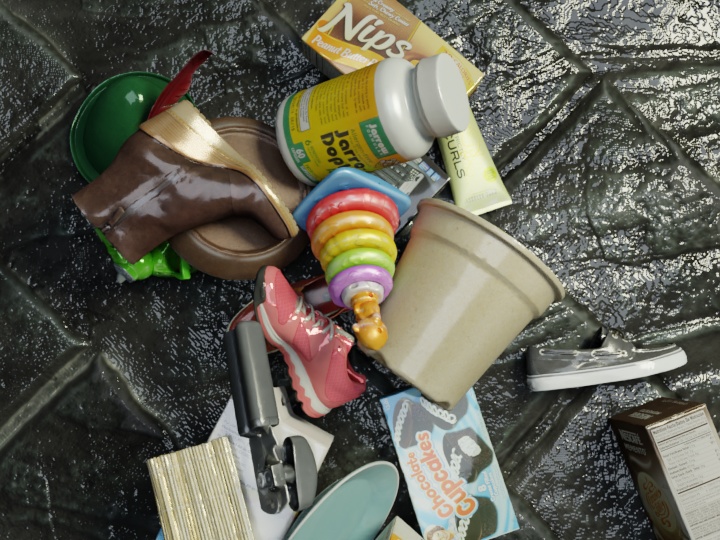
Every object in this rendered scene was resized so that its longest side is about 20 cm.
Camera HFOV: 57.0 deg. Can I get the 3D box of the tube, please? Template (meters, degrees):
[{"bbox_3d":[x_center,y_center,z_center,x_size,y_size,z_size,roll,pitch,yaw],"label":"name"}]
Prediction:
[{"bbox_3d":[0.132,-0.170,0.869,0.058,0.052,0.201,-21,86,34],"label":"tube"}]

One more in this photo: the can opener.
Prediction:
[{"bbox_3d":[-0.095,0.153,0.700,0.067,0.053,0.201,3,64,-39],"label":"can opener"}]

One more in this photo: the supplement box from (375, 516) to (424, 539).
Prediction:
[{"bbox_3d":[-0.002,0.388,0.738,0.073,0.126,0.200,40,94,8],"label":"supplement box"}]

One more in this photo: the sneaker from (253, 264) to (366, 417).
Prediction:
[{"bbox_3d":[-0.054,0.073,0.766,0.086,0.074,0.201,-19,113,13],"label":"sneaker"}]

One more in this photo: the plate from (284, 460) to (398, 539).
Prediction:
[{"bbox_3d":[-0.032,0.293,0.747,0.026,0.200,0.200,34,82,34],"label":"plate"}]

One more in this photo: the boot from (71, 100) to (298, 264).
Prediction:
[{"bbox_3d":[-0.186,-0.064,0.723,0.200,0.072,0.166,45,84,-8],"label":"boot"}]

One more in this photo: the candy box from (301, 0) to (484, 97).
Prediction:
[{"bbox_3d":[0.038,-0.255,0.821,0.200,0.055,0.116,41,83,3],"label":"candy box"}]

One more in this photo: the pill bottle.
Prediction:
[{"bbox_3d":[0.014,-0.169,0.739,0.199,0.113,0.113,-11,82,30],"label":"pill bottle"}]

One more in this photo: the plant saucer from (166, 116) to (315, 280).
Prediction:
[{"bbox_3d":[-0.142,-0.090,0.781,0.199,0.034,0.201,2,81,-16],"label":"plant saucer"}]

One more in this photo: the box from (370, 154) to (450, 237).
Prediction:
[{"bbox_3d":[-0.011,-0.128,0.857,0.158,0.050,0.200,-44,86,-6],"label":"box"}]

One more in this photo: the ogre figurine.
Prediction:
[{"bbox_3d":[-0.233,-0.050,0.810,0.098,0.200,0.121,0,96,38],"label":"ogre figurine"}]

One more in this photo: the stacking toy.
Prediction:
[{"bbox_3d":[0.000,0.000,0.718,0.116,0.110,0.201,19,46,-35],"label":"stacking toy"}]

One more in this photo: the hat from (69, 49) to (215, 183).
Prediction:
[{"bbox_3d":[-0.285,-0.199,0.793,0.165,0.176,0.200,39,83,3],"label":"hat"}]

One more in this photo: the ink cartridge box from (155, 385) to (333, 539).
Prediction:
[{"bbox_3d":[-0.120,0.236,0.768,0.125,0.129,0.201,27,84,3],"label":"ink cartridge box"}]

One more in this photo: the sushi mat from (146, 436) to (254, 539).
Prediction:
[{"bbox_3d":[-0.156,0.281,0.684,0.095,0.012,0.201,-18,77,2],"label":"sushi mat"}]

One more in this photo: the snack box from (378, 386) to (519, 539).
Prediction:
[{"bbox_3d":[0.107,0.236,0.821,0.116,0.037,0.201,-18,84,-3],"label":"snack box"}]

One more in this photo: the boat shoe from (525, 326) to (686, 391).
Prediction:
[{"bbox_3d":[0.304,0.104,0.833,0.199,0.070,0.067,-10,85,5],"label":"boat shoe"}]

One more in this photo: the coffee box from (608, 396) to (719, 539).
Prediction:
[{"bbox_3d":[0.388,0.262,0.789,0.079,0.114,0.201,-20,83,-4],"label":"coffee box"}]

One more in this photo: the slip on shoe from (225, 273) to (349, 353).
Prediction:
[{"bbox_3d":[-0.078,0.048,0.828,0.199,0.061,0.074,-23,86,-3],"label":"slip on shoe"}]

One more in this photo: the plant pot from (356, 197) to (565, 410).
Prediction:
[{"bbox_3d":[0.099,0.050,0.764,0.200,0.200,0.184,35,84,3],"label":"plant pot"}]
